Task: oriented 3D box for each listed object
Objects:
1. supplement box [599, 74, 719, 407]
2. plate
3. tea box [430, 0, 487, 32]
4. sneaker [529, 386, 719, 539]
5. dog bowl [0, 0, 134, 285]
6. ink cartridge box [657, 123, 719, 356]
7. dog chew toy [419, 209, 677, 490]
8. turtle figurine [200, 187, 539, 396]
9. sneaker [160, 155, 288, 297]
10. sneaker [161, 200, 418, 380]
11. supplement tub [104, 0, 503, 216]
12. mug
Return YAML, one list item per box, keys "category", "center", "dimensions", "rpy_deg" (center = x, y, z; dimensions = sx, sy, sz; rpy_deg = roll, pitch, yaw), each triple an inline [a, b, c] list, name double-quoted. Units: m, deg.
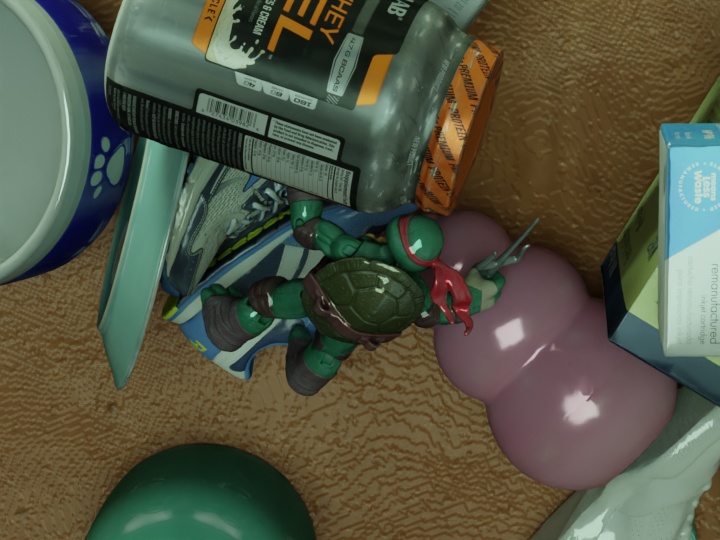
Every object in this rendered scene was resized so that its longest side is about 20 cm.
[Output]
- category: "supplement box"
  center: [0.251, -0.030, 1.187]
  dimensions: [0.134, 0.200, 0.200]
  rpy_deg: [31, 103, -2]
- category: "plate"
  center: [-0.134, -0.027, 1.225]
  dimensions: [0.025, 0.200, 0.201]
  rpy_deg: [13, 104, -11]
- category: "tea box"
  center: [0.004, -0.224, 1.176]
  dimensions: [0.196, 0.134, 0.200]
  rpy_deg: [36, 122, -2]
- category: "sneaker"
  center: [0.196, 0.155, 1.308]
  dimensions: [0.088, 0.075, 0.200]
  rpy_deg: [38, 114, -8]
- category: "dog bowl"
  center: [-0.244, -0.089, 1.253]
  dimensions: [0.199, 0.079, 0.201]
  rpy_deg: [3, 97, 25]
- category: "ink cartridge box"
  center: [0.258, -0.017, 1.051]
  dimensions: [0.199, 0.068, 0.117]
  rpy_deg: [0, 103, 5]
- category: "dog chew toy"
  center: [0.104, 0.043, 1.265]
  dimensions: [0.200, 0.125, 0.125]
  rpy_deg: [45, 103, 3]
- category: "turtle figurine"
  center: [0.000, 0.000, 1.179]
  dimensions: [0.150, 0.101, 0.200]
  rpy_deg: [44, 130, -12]
- category: "sneaker"
  center: [-0.058, -0.067, 1.244]
  dimensions: [0.085, 0.077, 0.201]
  rpy_deg: [28, 80, -3]
- category: "sneaker"
  center: [-0.030, -0.003, 1.290]
  dimensions: [0.200, 0.074, 0.082]
  rpy_deg: [-32, 104, 17]
- category: "supplement tub"
  center: [-0.029, -0.106, 1.100]
  dimensions: [0.199, 0.123, 0.123]
  rpy_deg: [19, 104, 6]
- category: "mug"
  center: [-0.095, 0.202, 1.319]
  dimensions: [0.184, 0.114, 0.153]
  rpy_deg: [-6, 102, 7]
